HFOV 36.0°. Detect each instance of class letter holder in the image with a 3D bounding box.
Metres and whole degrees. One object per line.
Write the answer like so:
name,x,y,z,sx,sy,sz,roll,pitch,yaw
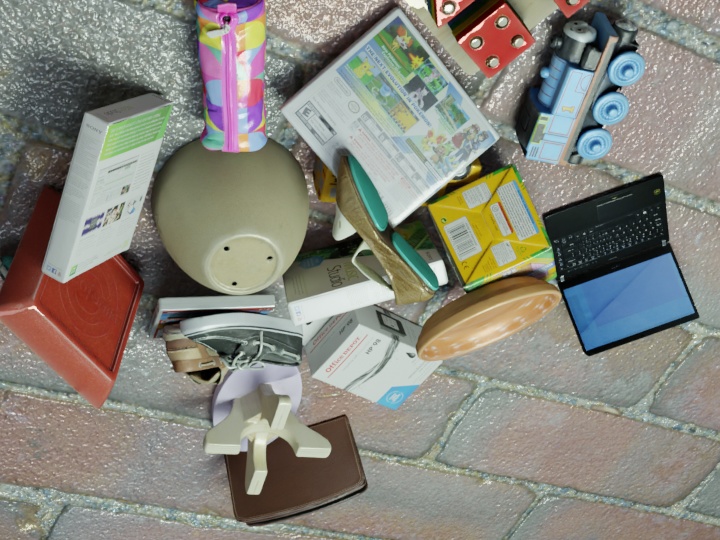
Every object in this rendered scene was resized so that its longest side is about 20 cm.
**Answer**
letter holder,-0.091,0.330,1.684,0.199,0.142,0.101,-17,132,-2

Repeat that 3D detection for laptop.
laptop,0.369,-0.005,1.560,0.176,0.104,0.201,-19,132,0

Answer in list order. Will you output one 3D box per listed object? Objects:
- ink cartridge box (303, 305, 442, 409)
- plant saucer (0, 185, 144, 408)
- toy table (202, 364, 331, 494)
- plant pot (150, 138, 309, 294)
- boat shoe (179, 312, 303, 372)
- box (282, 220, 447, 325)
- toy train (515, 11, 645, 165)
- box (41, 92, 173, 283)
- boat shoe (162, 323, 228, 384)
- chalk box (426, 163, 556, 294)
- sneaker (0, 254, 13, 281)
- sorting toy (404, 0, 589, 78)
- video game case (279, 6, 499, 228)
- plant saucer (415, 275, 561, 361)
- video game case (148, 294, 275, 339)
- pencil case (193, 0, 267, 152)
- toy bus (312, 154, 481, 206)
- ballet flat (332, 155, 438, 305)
ink cartridge box,0.002,0.113,1.578,0.199,0.067,0.116,25,120,-32
plant saucer,-0.332,0.029,1.324,0.037,0.201,0.200,-14,135,23
toy table,-0.141,0.220,1.597,0.183,0.117,0.201,-3,129,-13
plant pot,-0.151,-0.049,1.355,0.199,0.135,0.201,-8,130,-10
boat shoe,-0.146,0.094,1.400,0.073,0.068,0.199,-12,166,32
box,0.000,0.000,1.421,0.199,0.144,0.036,-15,114,-3
toy train,0.269,-0.220,1.366,0.114,0.087,0.201,7,127,-14
box,-0.286,-0.096,1.259,0.036,0.144,0.201,28,114,10
boat shoe,-0.209,0.118,1.473,0.075,0.072,0.200,-9,167,14
chalk box,0.177,-0.032,1.447,0.123,0.125,0.200,-25,163,6
sneaker,-0.377,0.029,1.412,0.080,0.077,0.200,-51,132,2
sorting toy,0.153,-0.333,1.245,0.200,0.070,0.199,-37,129,16
video game case,0.036,-0.175,1.312,0.182,0.022,0.200,-40,107,5
plant saucer,0.159,0.059,1.423,0.199,0.038,0.200,-21,163,-6
video game case,-0.197,0.061,1.435,0.142,0.018,0.200,-1,167,-15
pencil case,-0.144,-0.226,1.242,0.088,0.089,0.201,-7,132,-10
toy bus,0.046,-0.126,1.391,0.199,0.065,0.079,1,129,-17
ballet flat,0.013,-0.038,1.308,0.072,0.068,0.200,-30,107,21
